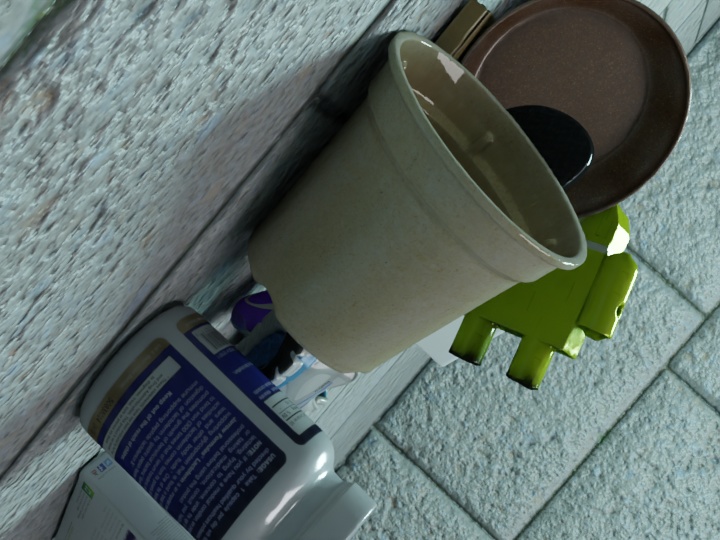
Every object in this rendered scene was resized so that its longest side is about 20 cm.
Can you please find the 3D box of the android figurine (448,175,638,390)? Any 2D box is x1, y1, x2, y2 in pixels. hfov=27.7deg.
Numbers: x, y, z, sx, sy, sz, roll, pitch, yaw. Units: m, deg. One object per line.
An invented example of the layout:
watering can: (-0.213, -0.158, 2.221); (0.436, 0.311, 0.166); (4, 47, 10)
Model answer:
android figurine: (0.151, -0.006, 1.234); (0.041, 0.181, 0.202); (30, 84, -54)

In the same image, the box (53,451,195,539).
box: (-0.164, 0.256, 1.195); (0.036, 0.200, 0.145); (-37, 167, -37)

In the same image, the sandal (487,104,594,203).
sandal: (0.090, -0.072, 1.134); (0.198, 0.076, 0.048); (-19, 164, 25)

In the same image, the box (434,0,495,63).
box: (0.042, -0.123, 1.180); (0.201, 0.021, 0.163); (-50, 172, 6)

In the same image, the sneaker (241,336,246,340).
sneaker: (-0.110, 0.123, 1.290); (0.146, 0.080, 0.201); (-43, 169, -32)

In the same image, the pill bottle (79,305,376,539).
pill bottle: (-0.090, 0.130, 1.017); (0.116, 0.200, 0.116); (-46, 171, -9)

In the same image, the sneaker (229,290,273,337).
sneaker: (-0.017, 0.003, 1.201); (0.198, 0.069, 0.101); (-8, 114, -32)

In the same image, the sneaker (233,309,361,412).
sneaker: (-0.072, 0.091, 1.130); (0.199, 0.086, 0.076); (-23, -128, 49)

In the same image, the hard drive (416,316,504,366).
hard drive: (0.129, 0.008, 1.347); (0.199, 0.026, 0.132); (-31, 142, 14)

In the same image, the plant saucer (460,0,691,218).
plant saucer: (0.162, -0.134, 1.158); (0.201, 0.199, 0.037); (-52, -156, 23)

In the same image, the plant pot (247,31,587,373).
plant pot: (0.027, -0.030, 1.030); (0.183, 0.201, 0.200); (-40, 175, 22)
